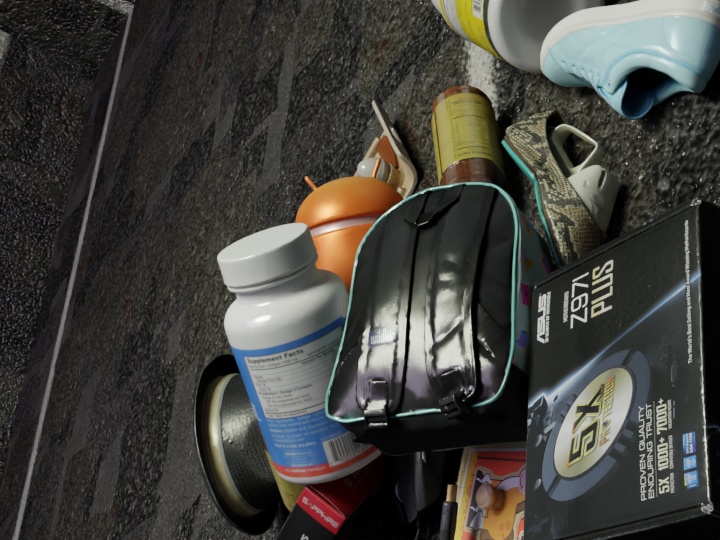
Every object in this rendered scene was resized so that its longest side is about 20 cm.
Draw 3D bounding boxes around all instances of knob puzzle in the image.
[{"bbox_3d":[0.114,0.217,0.820,0.220,0.030,0.222,-45,34,42],"label":"knob puzzle"}]

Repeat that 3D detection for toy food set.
[{"bbox_3d":[-0.011,-0.083,1.268,0.201,0.060,0.144,-58,27,22],"label":"toy food set"}]

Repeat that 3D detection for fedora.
[{"bbox_3d":[-0.104,0.181,1.186,0.090,0.201,0.203,-19,47,20],"label":"fedora"}]

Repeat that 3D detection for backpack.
[{"bbox_3d":[0.076,0.040,0.860,0.174,0.153,0.203,-15,61,34],"label":"backpack"}]

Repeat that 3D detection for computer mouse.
[{"bbox_3d":[0.051,0.173,0.930,0.140,0.045,0.203,142,143,-71],"label":"computer mouse"}]

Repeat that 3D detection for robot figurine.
[{"bbox_3d":[0.002,0.000,1.022,0.143,0.115,0.204,-23,75,59],"label":"robot figurine"}]

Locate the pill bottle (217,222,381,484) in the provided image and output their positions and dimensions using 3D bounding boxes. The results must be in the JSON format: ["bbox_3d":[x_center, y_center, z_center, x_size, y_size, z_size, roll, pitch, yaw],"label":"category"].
[{"bbox_3d":[-0.051,0.068,0.921,0.112,0.111,0.203,16,126,65],"label":"pill bottle"}]

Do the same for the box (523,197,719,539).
[{"bbox_3d":[0.190,0.082,0.700,0.163,0.085,0.203,-33,43,53],"label":"box"}]

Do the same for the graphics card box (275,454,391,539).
[{"bbox_3d":[-0.045,0.257,1.002,0.202,0.051,0.125,-61,-13,25],"label":"graphics card box"}]

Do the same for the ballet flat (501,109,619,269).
[{"bbox_3d":[0.172,-0.075,0.895,0.075,0.068,0.201,-34,35,17],"label":"ballet flat"}]

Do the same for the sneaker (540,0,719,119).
[{"bbox_3d":[0.205,-0.163,0.871,0.199,0.073,0.083,-3,65,64],"label":"sneaker"}]

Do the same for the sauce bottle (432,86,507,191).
[{"bbox_3d":[0.104,-0.085,1.012,0.066,0.065,0.203,-45,36,41],"label":"sauce bottle"}]

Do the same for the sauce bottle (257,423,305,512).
[{"bbox_3d":[-0.064,0.163,1.057,0.067,0.065,0.202,-102,1,-50],"label":"sauce bottle"}]

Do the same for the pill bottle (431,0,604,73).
[{"bbox_3d":[0.140,-0.267,1.035,0.116,0.113,0.200,-62,26,14],"label":"pill bottle"}]
